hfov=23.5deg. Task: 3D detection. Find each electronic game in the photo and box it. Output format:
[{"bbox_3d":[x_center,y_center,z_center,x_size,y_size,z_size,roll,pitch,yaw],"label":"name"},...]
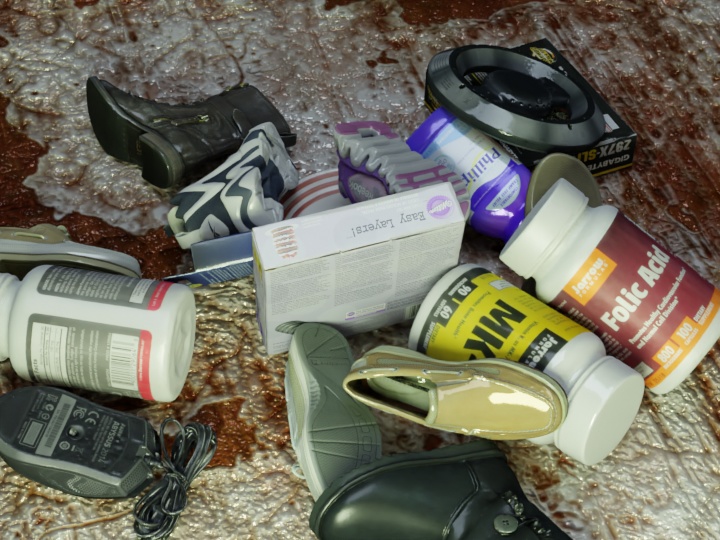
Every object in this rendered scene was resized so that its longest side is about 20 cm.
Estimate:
[{"bbox_3d":[0.164,-0.181,1.819,0.199,0.042,0.200,15,31,-9],"label":"electronic game"}]

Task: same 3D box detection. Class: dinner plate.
[{"bbox_3d":[-0.001,-0.036,1.773,0.199,0.024,0.201,1,42,-1],"label":"dinner plate"}]

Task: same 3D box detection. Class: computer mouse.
[{"bbox_3d":[-0.240,0.169,1.536,0.199,0.053,0.139,21,47,5],"label":"computer mouse"}]

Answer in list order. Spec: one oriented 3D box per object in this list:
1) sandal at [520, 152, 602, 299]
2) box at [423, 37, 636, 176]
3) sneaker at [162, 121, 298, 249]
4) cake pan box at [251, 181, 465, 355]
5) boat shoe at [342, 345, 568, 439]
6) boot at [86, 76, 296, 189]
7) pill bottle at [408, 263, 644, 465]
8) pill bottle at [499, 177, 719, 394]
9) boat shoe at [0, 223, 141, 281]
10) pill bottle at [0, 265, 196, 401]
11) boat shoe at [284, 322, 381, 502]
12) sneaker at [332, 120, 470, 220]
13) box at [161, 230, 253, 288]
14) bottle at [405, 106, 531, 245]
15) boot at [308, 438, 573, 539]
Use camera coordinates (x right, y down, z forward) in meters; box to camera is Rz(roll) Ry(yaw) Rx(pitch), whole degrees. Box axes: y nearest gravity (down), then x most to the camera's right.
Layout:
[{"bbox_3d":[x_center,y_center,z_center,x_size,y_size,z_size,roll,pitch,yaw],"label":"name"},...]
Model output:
[{"bbox_3d":[0.197,-0.024,1.686,0.080,0.054,0.201,13,69,-5],"label":"sandal"},{"bbox_3d":[0.183,-0.169,1.899,0.159,0.050,0.200,-16,46,-21],"label":"box"},{"bbox_3d":[-0.139,-0.077,1.762,0.129,0.080,0.200,-22,29,15],"label":"sneaker"},{"bbox_3d":[0.000,0.000,1.603,0.199,0.184,0.053,-14,66,-7],"label":"cake pan box"},{"bbox_3d":[0.079,0.115,1.506,0.199,0.072,0.076,5,14,24],"label":"boat shoe"},{"bbox_3d":[-0.187,-0.167,1.891,0.174,0.069,0.200,-25,53,-32],"label":"boot"},{"bbox_3d":[0.152,0.087,1.578,0.200,0.115,0.114,31,51,29],"label":"pill bottle"},{"bbox_3d":[0.235,0.012,1.606,0.200,0.114,0.114,38,49,0],"label":"pill bottle"},{"bbox_3d":[-0.309,-0.013,1.706,0.199,0.075,0.069,6,49,6],"label":"boat shoe"},{"bbox_3d":[-0.261,0.055,1.609,0.199,0.111,0.111,8,44,7],"label":"pill bottle"},{"bbox_3d":[-0.032,0.140,1.566,0.074,0.065,0.203,5,45,-24],"label":"boat shoe"},{"bbox_3d":[0.037,-0.073,1.729,0.080,0.089,0.200,-8,33,-33],"label":"sneaker"},{"bbox_3d":[-0.090,-0.019,1.663,0.199,0.121,0.033,-13,84,0],"label":"box"},{"bbox_3d":[0.135,-0.080,1.766,0.200,0.065,0.084,42,84,16],"label":"bottle"},{"bbox_3d":[0.079,0.228,1.447,0.199,0.077,0.168,-12,40,-27],"label":"boot"}]
